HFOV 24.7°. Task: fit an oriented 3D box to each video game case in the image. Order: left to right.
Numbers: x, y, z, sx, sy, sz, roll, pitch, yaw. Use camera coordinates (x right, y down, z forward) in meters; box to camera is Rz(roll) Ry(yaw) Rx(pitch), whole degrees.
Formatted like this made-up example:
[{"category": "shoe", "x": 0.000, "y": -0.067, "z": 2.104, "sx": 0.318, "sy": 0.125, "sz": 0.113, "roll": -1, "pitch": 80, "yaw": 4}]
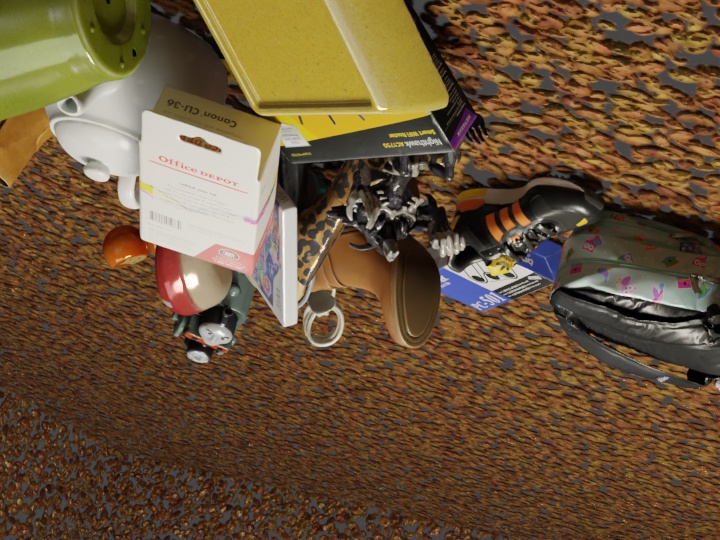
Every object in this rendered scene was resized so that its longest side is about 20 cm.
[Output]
[{"category": "video game case", "x": -0.111, "y": -0.057, "z": 1.653, "sx": 0.200, "sy": 0.018, "sz": 0.144, "roll": 52, "pitch": 149, "yaw": 45}]

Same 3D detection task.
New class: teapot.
[{"category": "teapot", "x": -0.228, "y": -0.152, "z": 1.572, "sx": 0.199, "sy": 0.148, "sz": 0.196, "roll": 28, "pitch": 162, "yaw": -32}]

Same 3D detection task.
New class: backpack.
[{"category": "backpack", "x": 0.289, "y": 0.024, "z": 1.622, "sx": 0.198, "sy": 0.128, "sz": 0.167, "roll": 15, "pitch": 152, "yaw": 14}]

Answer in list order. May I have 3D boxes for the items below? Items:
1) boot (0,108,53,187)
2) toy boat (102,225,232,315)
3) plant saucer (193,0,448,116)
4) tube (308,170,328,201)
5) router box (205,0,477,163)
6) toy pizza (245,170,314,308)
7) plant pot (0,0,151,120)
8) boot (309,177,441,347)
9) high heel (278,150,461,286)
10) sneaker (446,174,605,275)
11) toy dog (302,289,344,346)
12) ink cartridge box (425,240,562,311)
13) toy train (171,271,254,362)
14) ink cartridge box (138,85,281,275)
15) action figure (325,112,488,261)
[{"category": "boot", "x": -0.334, "y": -0.149, "z": 1.700, "sx": 0.200, "sy": 0.146, "sz": 0.071, "roll": 27, "pitch": 162, "yaw": -28}, {"category": "toy boat", "x": -0.223, "y": -0.037, "z": 1.817, "sx": 0.129, "sy": 0.201, "sz": 0.131, "roll": -22, "pitch": 141, "yaw": 1}, {"category": "plant saucer", "x": -0.052, "y": -0.193, "z": 1.285, "sx": 0.198, "sy": 0.049, "sz": 0.201, "roll": 3, "pitch": 133, "yaw": 41}, {"category": "tube", "x": -0.030, "y": -0.057, "z": 1.855, "sx": 0.077, "sy": 0.051, "sz": 0.200, "roll": 9, "pitch": 166, "yaw": 26}, {"category": "router box", "x": -0.017, "y": -0.165, "z": 1.387, "sx": 0.199, "sy": 0.051, "sz": 0.150, "roll": 0, "pitch": 135, "yaw": 45}, {"category": "toy pizza", "x": -0.110, "y": -0.051, "z": 1.741, "sx": 0.031, "sy": 0.202, "sz": 0.200, "roll": -20, "pitch": -179, "yaw": -26}, {"category": "plant pot", "x": -0.287, "y": -0.218, "z": 1.384, "sx": 0.191, "sy": 0.203, "sz": 0.200, "roll": -2, "pitch": 157, "yaw": 22}, {"category": "boot", "x": 0.000, "y": 0.000, "z": 1.689, "sx": 0.154, "sy": 0.202, "sz": 0.073, "roll": -22, "pitch": 153, "yaw": 36}, {"category": "high heel", "x": 0.010, "y": -0.057, "z": 1.604, "sx": 0.198, "sy": 0.145, "sz": 0.071, "roll": -1, "pitch": -175, "yaw": 25}, {"category": "sneaker", "x": 0.161, "y": -0.036, "z": 1.625, "sx": 0.070, "sy": 0.091, "sz": 0.199, "roll": 29, "pitch": 161, "yaw": -33}, {"category": "toy dog", "x": -0.022, "y": -0.002, "z": 1.789, "sx": 0.199, "sy": 0.133, "sz": 0.096, "roll": -31, "pitch": 177, "yaw": 20}, {"category": "ink cartridge box", "x": 0.141, "y": -0.005, "z": 1.828, "sx": 0.093, "sy": 0.045, "sz": 0.200, "roll": 24, "pitch": 163, "yaw": -13}, {"category": "toy train", "x": -0.161, "y": 0.010, "z": 1.959, "sx": 0.084, "sy": 0.202, "sz": 0.114, "roll": 24, "pitch": 148, "yaw": -14}, {"category": "ink cartridge box", "x": -0.135, "y": -0.090, "z": 1.475, "sx": 0.115, "sy": 0.068, "sz": 0.201, "roll": 18, "pitch": 148, "yaw": 4}, {"category": "action figure", "x": 0.040, "y": -0.066, "z": 1.504, "sx": 0.117, "sy": 0.103, "sz": 0.201, "roll": 9, "pitch": 134, "yaw": -15}]
